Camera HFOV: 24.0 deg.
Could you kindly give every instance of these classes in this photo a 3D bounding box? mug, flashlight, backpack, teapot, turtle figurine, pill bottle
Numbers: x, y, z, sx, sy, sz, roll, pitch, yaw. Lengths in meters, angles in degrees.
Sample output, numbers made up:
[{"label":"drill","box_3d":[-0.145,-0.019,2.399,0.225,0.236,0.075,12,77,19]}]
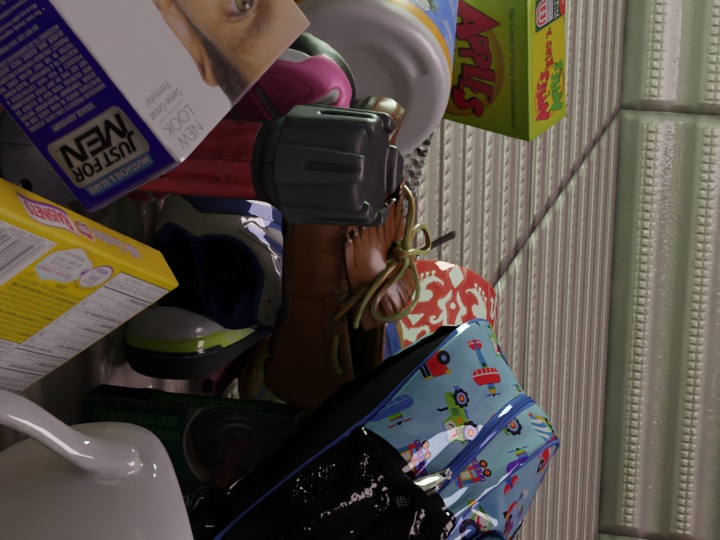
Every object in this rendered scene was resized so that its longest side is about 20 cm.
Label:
[{"label":"mug","box_3d":[0.035,0.108,1.421,0.133,0.177,0.200,34,51,-31]},{"label":"flashlight","box_3d":[-0.088,-0.050,0.724,0.068,0.200,0.068,75,27,-49]},{"label":"backpack","box_3d":[0.019,0.128,0.818,0.200,0.135,0.183,-41,164,-27]},{"label":"teapot","box_3d":[-0.144,0.161,0.724,0.197,0.146,0.200,128,-48,-71]},{"label":"turtle figurine","box_3d":[-0.002,0.073,1.125,0.144,0.200,0.194,59,-1,-9]},{"label":"pill bottle","box_3d":[0.002,-0.164,0.997,0.200,0.112,0.112,-83,168,-48]}]

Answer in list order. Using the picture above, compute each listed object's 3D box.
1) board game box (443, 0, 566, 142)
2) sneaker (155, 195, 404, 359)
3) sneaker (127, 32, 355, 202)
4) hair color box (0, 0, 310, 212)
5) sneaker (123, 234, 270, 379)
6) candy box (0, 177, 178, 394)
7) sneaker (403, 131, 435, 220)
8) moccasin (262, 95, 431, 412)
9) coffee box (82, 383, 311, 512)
[{"label":"board game box","box_3d":[0.040,-0.162,1.134,0.048,0.200,0.102,-36,133,-42]},{"label":"sneaker","box_3d":[-0.050,0.010,0.948,0.200,0.075,0.088,54,53,-33]},{"label":"sneaker","box_3d":[-0.059,-0.089,0.817,0.087,0.200,0.074,-47,109,-29]},{"label":"hair color box","box_3d":[-0.119,-0.135,0.634,0.200,0.065,0.109,53,43,-17]},{"label":"sneaker","box_3d":[-0.079,-0.002,1.008,0.200,0.072,0.083,-46,138,-65]},{"label":"candy box","box_3d":[-0.156,0.010,0.707,0.026,0.102,0.200,61,8,16]},{"label":"sneaker","box_3d":[-0.002,-0.060,1.265,0.200,0.069,0.100,-69,-160,5]},{"label":"moccasin","box_3d":[-0.001,0.001,0.842,0.074,0.078,0.202,-51,160,-50]},{"label":"coffee box","box_3d":[-0.093,0.168,0.921,0.044,0.123,0.200,-33,128,-80]}]
